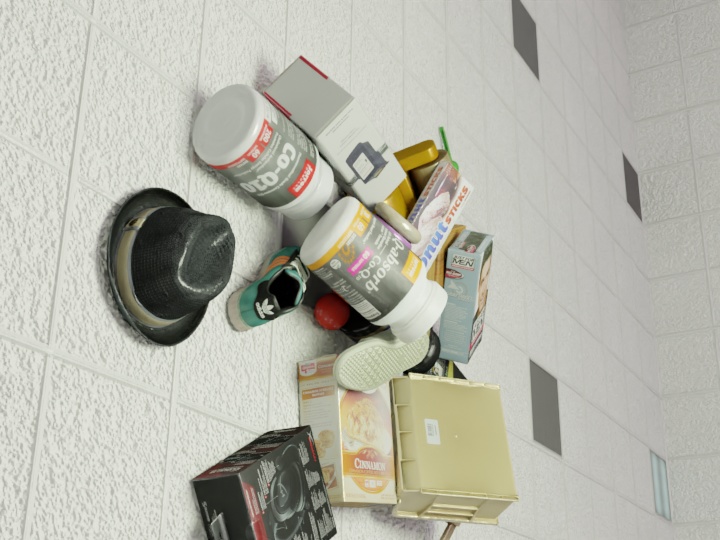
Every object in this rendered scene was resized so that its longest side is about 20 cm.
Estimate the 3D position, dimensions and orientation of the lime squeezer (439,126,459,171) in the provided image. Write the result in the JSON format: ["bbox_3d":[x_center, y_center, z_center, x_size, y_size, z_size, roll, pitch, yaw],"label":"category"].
[{"bbox_3d":[0.166,-0.194,2.057,0.070,0.038,0.202,27,51,-18],"label":"lime squeezer"}]

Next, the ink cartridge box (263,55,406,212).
[{"bbox_3d":[-0.035,-0.197,1.521,0.145,0.084,0.200,44,-4,38],"label":"ink cartridge box"}]

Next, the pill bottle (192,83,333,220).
[{"bbox_3d":[-0.125,-0.153,1.399,0.199,0.112,0.116,37,49,-51],"label":"pill bottle"}]

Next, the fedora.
[{"bbox_3d":[-0.206,-0.011,1.216,0.200,0.090,0.204,31,54,-55],"label":"fedora"}]

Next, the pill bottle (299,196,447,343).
[{"bbox_3d":[0.020,0.002,1.440,0.199,0.116,0.117,41,40,-15],"label":"pill bottle"}]

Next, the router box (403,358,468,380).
[{"bbox_3d":[0.127,0.241,1.786,0.158,0.051,0.203,51,39,-41],"label":"router box"}]

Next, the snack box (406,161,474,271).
[{"bbox_3d":[0.105,-0.068,1.617,0.072,0.024,0.202,40,73,-32],"label":"snack box"}]

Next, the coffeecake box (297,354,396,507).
[{"bbox_3d":[-0.018,0.236,1.497,0.153,0.072,0.204,21,61,-57],"label":"coffeecake box"}]

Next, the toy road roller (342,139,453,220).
[{"bbox_3d":[0.064,-0.106,1.652,0.147,0.197,0.124,-94,161,-65],"label":"toy road roller"}]

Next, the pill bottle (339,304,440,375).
[{"bbox_3d":[0.048,0.088,1.634,0.200,0.110,0.114,42,44,-48],"label":"pill bottle"}]

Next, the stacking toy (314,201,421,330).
[{"bbox_3d":[0.000,0.000,1.535,0.085,0.201,0.085,39,2,-2],"label":"stacking toy"}]

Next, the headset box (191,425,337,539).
[{"bbox_3d":[-0.119,0.297,1.281,0.199,0.076,0.152,-24,100,-61],"label":"headset box"}]

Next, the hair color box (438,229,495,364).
[{"bbox_3d":[0.179,0.044,1.765,0.099,0.060,0.204,-46,144,-60],"label":"hair color box"}]

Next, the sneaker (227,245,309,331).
[{"bbox_3d":[-0.101,0.020,1.412,0.072,0.079,0.200,66,30,-17],"label":"sneaker"}]

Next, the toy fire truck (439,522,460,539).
[{"bbox_3d":[0.137,0.385,1.689,0.200,0.048,0.143,-41,124,-42],"label":"toy fire truck"}]

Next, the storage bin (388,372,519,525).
[{"bbox_3d":[0.132,0.277,1.615,0.195,0.094,0.203,9,54,-19],"label":"storage bin"}]

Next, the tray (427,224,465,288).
[{"bbox_3d":[0.142,-0.023,1.775,0.200,0.036,0.101,-18,112,-70],"label":"tray"}]

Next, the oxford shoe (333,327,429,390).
[{"bbox_3d":[0.022,0.122,1.489,0.198,0.057,0.077,-16,122,-49],"label":"oxford shoe"}]
